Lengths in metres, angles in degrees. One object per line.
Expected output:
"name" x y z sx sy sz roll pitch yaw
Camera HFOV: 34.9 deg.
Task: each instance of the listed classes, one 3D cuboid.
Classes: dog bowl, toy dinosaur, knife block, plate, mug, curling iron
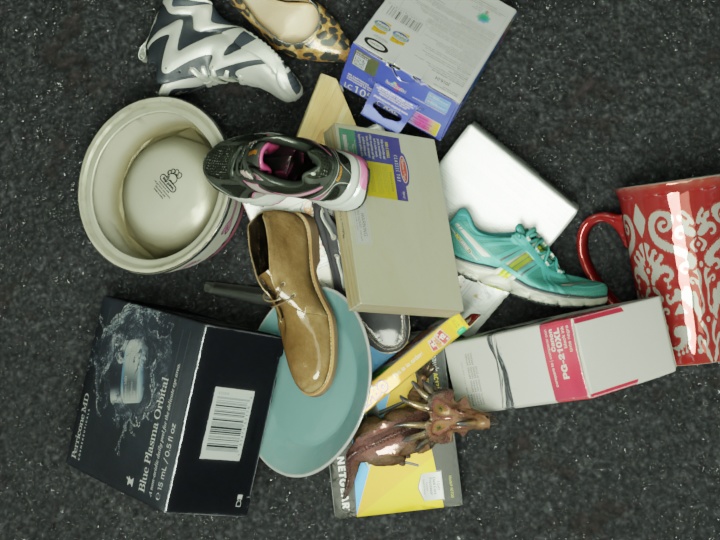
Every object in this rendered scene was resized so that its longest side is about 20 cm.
"dog bowl" -0.218 -0.091 1.300 0.198 0.074 0.202 -3 81 21
"toy dinosaur" 0.042 0.173 1.217 0.199 0.136 0.086 -35 90 8
"knife block" -0.069 -0.102 1.320 0.174 0.064 0.201 -23 92 -1
"plate" -0.053 0.117 1.207 0.199 0.025 0.202 -15 69 42
"mug" 0.352 -0.001 1.296 0.133 0.177 0.202 -10 93 -35
"curling iron" -0.085 0.026 1.342 0.198 0.026 0.050 2 67 7

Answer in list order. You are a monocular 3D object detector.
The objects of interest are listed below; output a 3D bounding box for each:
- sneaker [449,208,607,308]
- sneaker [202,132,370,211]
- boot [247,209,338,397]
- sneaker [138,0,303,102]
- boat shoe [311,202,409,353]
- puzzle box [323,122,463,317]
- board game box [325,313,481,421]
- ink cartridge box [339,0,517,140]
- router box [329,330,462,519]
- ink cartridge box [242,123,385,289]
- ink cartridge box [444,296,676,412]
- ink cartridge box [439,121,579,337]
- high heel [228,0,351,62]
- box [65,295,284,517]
"sneaker" 0.183 -0.009 1.273 0.199 0.078 0.080 20 95 6
"sneaker" -0.089 -0.112 1.157 0.199 0.086 0.081 4 80 36
"boot" -0.076 0.033 1.180 0.073 0.075 0.202 -24 70 35
"sneaker" -0.172 -0.227 1.324 0.199 0.079 0.130 38 91 3
"boat shoe" 0.000 0.000 1.221 0.072 0.063 0.201 -21 96 -1
"puzzle box" 0.035 -0.052 1.191 0.132 0.025 0.202 5 67 -33
"board game box" 0.045 0.104 1.247 0.199 0.096 0.030 -37 90 -2
"ink cartridge box" 0.069 -0.240 1.273 0.136 0.076 0.201 30 56 3
"router box" 0.033 0.175 1.318 0.148 0.051 0.202 -7 87 2
"ink cartridge box" -0.020 -0.038 1.270 0.175 0.045 0.201 -22 97 -1
"ink cartridge box" 0.208 0.092 1.223 0.144 0.199 0.085 -10 86 -38
"ink cartridge box" 0.131 -0.046 1.336 0.160 0.047 0.200 39 106 2
"high heel" -0.093 -0.299 1.290 0.199 0.143 0.072 32 90 3
"box" -0.205 0.145 1.247 0.199 0.117 0.198 11 88 45
